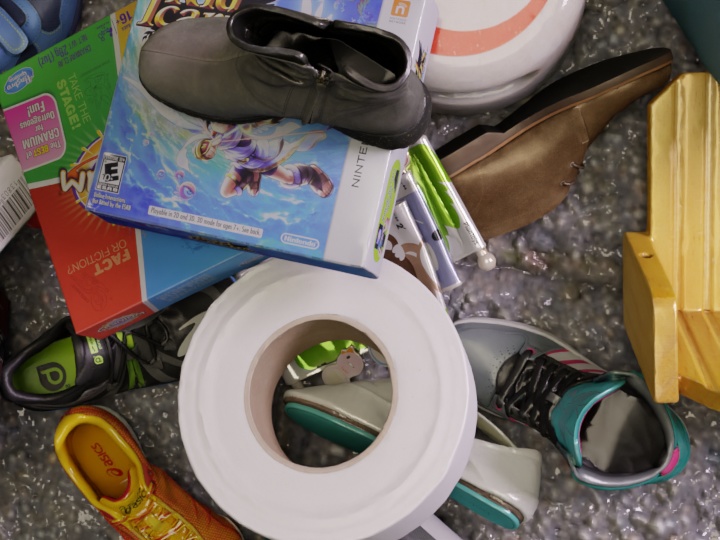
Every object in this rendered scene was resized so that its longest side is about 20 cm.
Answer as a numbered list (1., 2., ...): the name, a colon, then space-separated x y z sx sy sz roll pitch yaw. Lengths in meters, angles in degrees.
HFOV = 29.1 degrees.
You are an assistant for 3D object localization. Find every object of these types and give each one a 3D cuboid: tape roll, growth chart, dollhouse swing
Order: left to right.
1. tape roll: -0.021 0.088 0.944 0.200 0.071 0.205 -3 74 10
2. growth chart: 0.000 0.000 1.010 0.199 0.018 0.145 -35 91 18
3. dollhouse swing: 0.285 -0.027 0.921 0.197 0.182 0.178 0 112 1

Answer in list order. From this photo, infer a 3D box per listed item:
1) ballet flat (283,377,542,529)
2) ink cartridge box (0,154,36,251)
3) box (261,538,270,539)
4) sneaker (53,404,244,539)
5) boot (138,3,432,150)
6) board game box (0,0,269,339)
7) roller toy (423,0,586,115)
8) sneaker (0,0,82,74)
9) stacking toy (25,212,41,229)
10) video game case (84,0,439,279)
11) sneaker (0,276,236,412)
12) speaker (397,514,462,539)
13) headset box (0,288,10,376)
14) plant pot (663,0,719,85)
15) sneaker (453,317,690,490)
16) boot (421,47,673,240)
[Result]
1. ballet flat: 0.042 0.117 1.006 0.198 0.069 0.070 25 90 11
2. ink cartridge box: -0.343 -0.004 0.999 0.198 0.162 0.050 -12 124 36
3. box: -0.047 0.296 0.976 0.049 0.082 0.202 -18 93 -20
4. sneaker: -0.153 0.183 1.015 0.200 0.077 0.073 43 92 -1
5. boot: -0.055 -0.129 0.814 0.198 0.131 0.069 12 82 14
6. board game box: -0.158 -0.075 0.973 0.152 0.040 0.202 -25 76 13
7. roller toy: 0.072 -0.211 0.975 0.182 0.140 0.201 37 92 7
8. sneaker: -0.289 -0.163 1.047 0.074 0.082 0.200 43 91 8
9. stacking toy: -0.171 -0.064 1.032 0.197 0.085 0.087 -7 86 11
10. video game case: -0.065 -0.105 0.905 0.198 0.045 0.184 11 83 15
11. sneaker: -0.176 0.059 1.021 0.198 0.083 0.072 -21 87 6
12. speaker: 0.060 0.233 0.987 0.200 0.081 0.081 41 93 7
13. headset box: -0.339 0.068 0.999 0.148 0.201 0.078 -25 121 5
14. plant pot: 0.284 -0.193 0.900 0.140 0.142 0.201 -17 46 6
15. sneaker: 0.139 0.092 0.962 0.198 0.121 0.084 24 90 8
16. boot: 0.144 -0.093 1.005 0.199 0.074 0.076 -29 100 11
